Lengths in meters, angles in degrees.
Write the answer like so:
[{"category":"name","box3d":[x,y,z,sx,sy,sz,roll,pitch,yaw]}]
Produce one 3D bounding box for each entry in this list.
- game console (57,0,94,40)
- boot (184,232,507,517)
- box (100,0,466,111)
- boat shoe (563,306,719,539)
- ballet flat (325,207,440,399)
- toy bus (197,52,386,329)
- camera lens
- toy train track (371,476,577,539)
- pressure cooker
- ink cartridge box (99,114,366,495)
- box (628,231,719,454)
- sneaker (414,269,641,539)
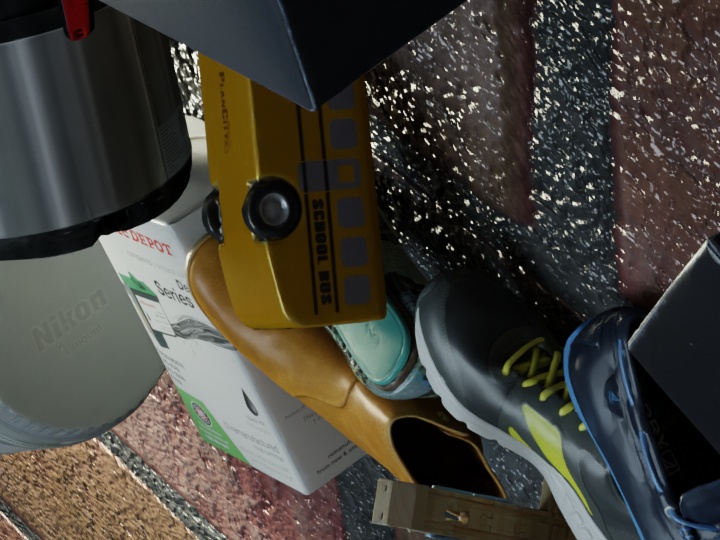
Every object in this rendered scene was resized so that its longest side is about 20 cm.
[{"category":"game console","box3d":[-0.159,-0.243,1.431,0.177,0.031,0.200,97,167,-62]},{"category":"boot","box3d":[-0.004,0.057,1.569,0.201,0.071,0.144,38,-177,-21]},{"category":"box","box3d":[-0.022,-0.189,1.156,0.200,0.198,0.123,30,148,45]},{"category":"boat shoe","box3d":[0.166,0.109,1.372,0.200,0.084,0.069,51,156,2]},{"category":"ballet flat","box3d":[0.000,0.000,1.548,0.074,0.074,0.200,83,162,-50]},{"category":"toy bus","box3d":[-0.039,-0.070,1.458,0.065,0.078,0.201,-3,93,64]},{"category":"camera lens","box3d":[-0.227,0.042,1.919,0.160,0.160,0.200,57,157,-9]},{"category":"toy train track","box3d":[0.084,0.135,1.482,0.032,0.115,0.200,3,171,43]},{"category":"pressure cooker","box3d":[-0.192,-0.125,1.586,0.176,0.178,0.200,38,143,59]},{"category":"ink cartridge box","box3d":[-0.075,0.018,1.699,0.146,0.084,0.200,20,141,58]},{"category":"box","box3d":[0.234,0.033,0.998,0.200,0.182,0.104,50,158,11]},{"category":"sneaker","box3d":[0.113,0.070,1.450,0.200,0.074,0.085,46,151,-4]}]
